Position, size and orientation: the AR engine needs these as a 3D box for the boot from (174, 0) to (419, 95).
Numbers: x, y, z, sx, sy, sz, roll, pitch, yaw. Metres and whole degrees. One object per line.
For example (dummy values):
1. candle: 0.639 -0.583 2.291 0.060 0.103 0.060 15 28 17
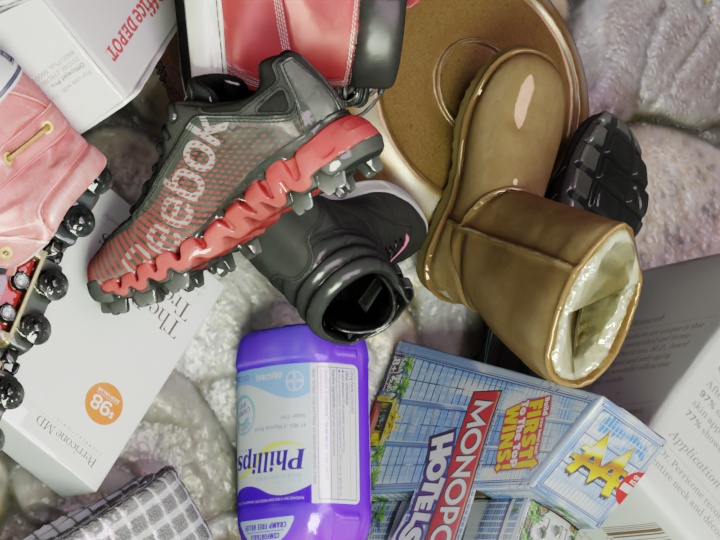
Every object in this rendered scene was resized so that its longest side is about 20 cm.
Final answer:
1. boot: -0.037 -0.197 1.597 0.144 0.072 0.201 -8 96 -10

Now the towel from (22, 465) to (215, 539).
1. towel: -0.147 0.225 1.575 0.200 0.086 0.166 -33 98 -32

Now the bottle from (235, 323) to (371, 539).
1. bottle: -0.033 0.133 1.663 0.065 0.083 0.201 7 78 -40

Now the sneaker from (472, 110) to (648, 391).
1. sneaker: 0.119 -0.010 1.781 0.075 0.079 0.200 37 62 -36

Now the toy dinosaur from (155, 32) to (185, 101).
1. toy dinosaur: -0.069 -0.107 1.689 0.200 0.086 0.136 23 82 -18

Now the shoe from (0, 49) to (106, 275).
1. shoe: -0.227 -0.017 1.504 0.091 0.071 0.200 44 82 -15

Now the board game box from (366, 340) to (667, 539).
1. board game box: 0.075 0.136 1.658 0.062 0.200 0.200 33 65 -32

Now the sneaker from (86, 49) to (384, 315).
1. sneaker: -0.083 -0.051 1.557 0.098 0.200 0.071 58 29 4

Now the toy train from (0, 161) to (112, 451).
1. toy train: -0.190 0.019 1.557 0.046 0.034 0.200 28 69 -21

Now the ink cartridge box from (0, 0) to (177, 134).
1. ink cartridge box: -0.201 -0.175 1.577 0.200 0.084 0.145 51 24 -14

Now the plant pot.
1. plant pot: 0.069 -0.114 1.805 0.200 0.027 0.201 6 79 -31

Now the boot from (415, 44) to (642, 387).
1. boot: 0.113 -0.035 1.683 0.066 0.200 0.176 14 97 -23

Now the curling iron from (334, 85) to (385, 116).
1. curling iron: -0.030 -0.185 1.641 0.049 0.026 0.201 -21 97 1

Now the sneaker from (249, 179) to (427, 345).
1. sneaker: 0.000 0.000 1.668 0.099 0.071 0.200 51 20 22

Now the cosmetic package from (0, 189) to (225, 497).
1. cosmetic package: -0.194 0.009 1.606 0.200 0.052 0.151 40 66 -20

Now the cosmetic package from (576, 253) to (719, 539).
1. cosmetic package: 0.216 0.114 1.772 0.167 0.166 0.200 49 61 -15
